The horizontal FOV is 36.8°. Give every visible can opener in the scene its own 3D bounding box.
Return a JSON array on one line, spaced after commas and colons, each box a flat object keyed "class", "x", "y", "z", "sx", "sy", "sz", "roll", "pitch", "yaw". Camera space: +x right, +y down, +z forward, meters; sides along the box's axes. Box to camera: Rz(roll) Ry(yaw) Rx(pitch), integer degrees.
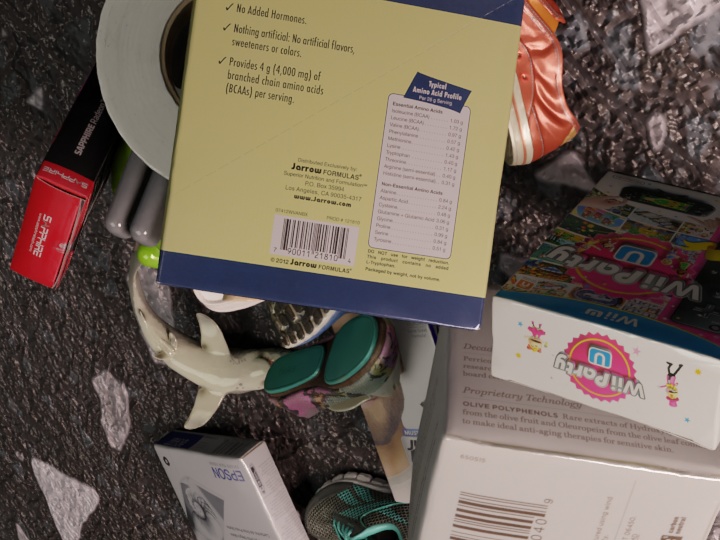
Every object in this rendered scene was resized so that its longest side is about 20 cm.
[{"class": "can opener", "x": -0.160, "y": -0.122, "z": 0.887, "sx": 0.052, "sy": 0.066, "sz": 0.203, "roll": 17, "pitch": 85, "yaw": 23}]

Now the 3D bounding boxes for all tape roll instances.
[{"class": "tape roll", "x": -0.097, "y": -0.159, "z": 0.825, "sx": 0.204, "sy": 0.201, "sz": 0.071, "roll": 57, "pitch": 178, "yaw": -7}]

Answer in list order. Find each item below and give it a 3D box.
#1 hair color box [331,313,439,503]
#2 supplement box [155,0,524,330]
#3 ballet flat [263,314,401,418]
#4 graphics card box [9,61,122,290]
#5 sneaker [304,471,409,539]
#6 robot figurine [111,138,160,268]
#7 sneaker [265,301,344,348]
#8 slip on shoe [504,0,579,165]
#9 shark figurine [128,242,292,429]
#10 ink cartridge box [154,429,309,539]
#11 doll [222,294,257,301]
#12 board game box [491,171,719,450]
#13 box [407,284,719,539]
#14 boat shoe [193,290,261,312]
[{"class": "hair color box", "x": 0.056, "y": 0.111, "z": 0.963, "sx": 0.108, "sy": 0.065, "sz": 0.203, "roll": -4, "pitch": 112, "yaw": 40}, {"class": "supplement box", "x": -0.017, "y": -0.079, "z": 0.685, "sx": 0.196, "sy": 0.134, "sz": 0.204, "roll": 8, "pitch": 89, "yaw": -8}, {"class": "ballet flat", "x": -0.011, "y": 0.086, "z": 0.917, "sx": 0.071, "sy": 0.070, "sz": 0.199, "roll": 30, "pitch": 149, "yaw": -21}, {"class": "graphics card box", "x": -0.250, "y": -0.099, "z": 0.975, "sx": 0.050, "sy": 0.202, "sz": 0.126, "roll": 22, "pitch": 136, "yaw": -10}, {"class": "sneaker", "x": 0.008, "y": 0.253, "z": 1.067, "sx": 0.198, "sy": 0.091, "sz": 0.079, "roll": -14, "pitch": 107, "yaw": 41}, {"class": "robot figurine", "x": -0.141, "y": -0.062, "z": 0.963, "sx": 0.199, "sy": 0.115, "sz": 0.177, "roll": 41, "pitch": 123, "yaw": 19}, {"class": "sneaker", "x": 0.000, "y": 0.000, "z": 0.904, "sx": 0.199, "sy": 0.088, "sz": 0.079, "roll": -41, "pitch": 57, "yaw": 26}, {"class": "slip on shoe", "x": 0.109, "y": -0.177, "z": 0.753, "sx": 0.060, "sy": 0.074, "sz": 0.204, "roll": -15, "pitch": 100, "yaw": -5}, {"class": "shark figurine", "x": -0.176, "y": 0.067, "z": 1.109, "sx": 0.214, "sy": 0.090, "sz": 0.129, "roll": 39, "pitch": 100, "yaw": 0}, {"class": "ink cartridge box", "x": -0.131, "y": 0.275, "z": 1.196, "sx": 0.198, "sy": 0.040, "sz": 0.203, "roll": -6, "pitch": 113, "yaw": 52}, {"class": "doll", "x": -0.058, "y": -0.081, "z": 0.773, "sx": 0.134, "sy": 0.048, "sz": 0.204, "roll": 0, "pitch": 91, "yaw": 7}, {"class": "board game box", "x": 0.192, "y": 0.015, "z": 0.705, "sx": 0.145, "sy": 0.200, "sz": 0.065, "roll": 16, "pitch": 126, "yaw": 28}, {"class": "box", "x": 0.141, "y": 0.146, "z": 0.802, "sx": 0.196, "sy": 0.173, "sz": 0.202, "roll": 8, "pitch": 126, "yaw": 0}, {"class": "boat shoe", "x": -0.064, "y": -0.028, "z": 0.837, "sx": 0.198, "sy": 0.069, "sz": 0.072, "roll": -33, "pitch": 85, "yaw": 23}]
